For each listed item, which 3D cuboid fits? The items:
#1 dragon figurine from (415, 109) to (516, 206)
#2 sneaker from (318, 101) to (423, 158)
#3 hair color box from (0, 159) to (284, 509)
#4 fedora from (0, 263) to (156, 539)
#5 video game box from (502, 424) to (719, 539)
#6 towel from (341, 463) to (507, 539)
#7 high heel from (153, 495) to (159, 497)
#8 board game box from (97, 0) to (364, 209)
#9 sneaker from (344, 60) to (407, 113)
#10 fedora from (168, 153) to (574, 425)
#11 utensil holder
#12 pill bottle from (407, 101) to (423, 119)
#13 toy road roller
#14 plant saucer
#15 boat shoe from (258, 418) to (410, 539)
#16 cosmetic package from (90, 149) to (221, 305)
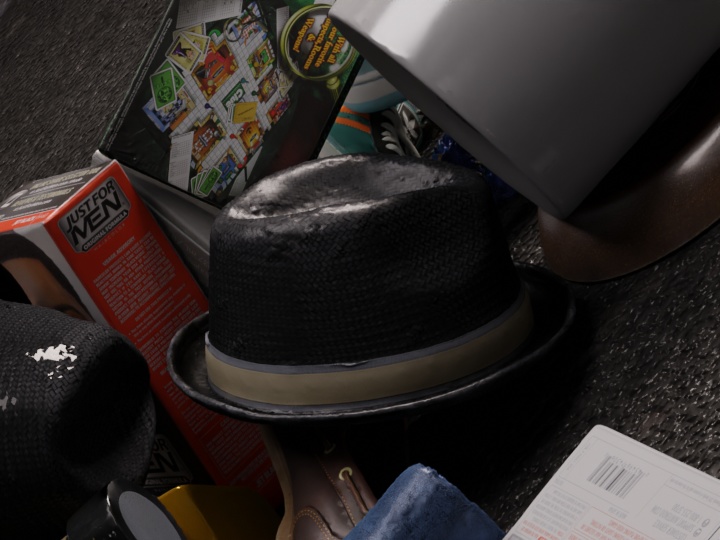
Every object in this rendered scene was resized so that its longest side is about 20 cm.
[{"bbox_3d":[0.094,-0.106,1.480,0.200,0.059,0.099,-50,21,-18],"label":"dragon figurine"},{"bbox_3d":[0.003,-0.069,1.491,0.080,0.072,0.200,-27,25,-8],"label":"sneaker"},{"bbox_3d":[-0.119,0.045,1.404,0.061,0.200,0.101,-42,18,-32],"label":"hair color box"},{"bbox_3d":[-0.155,0.077,1.290,0.091,0.201,0.201,-6,35,17],"label":"fedora"},{"bbox_3d":[0.088,0.159,1.028,0.182,0.047,0.200,-47,20,-7],"label":"video game box"},{"bbox_3d":[-0.017,0.174,1.122,0.048,0.112,0.200,37,82,28],"label":"towel"},{"bbox_3d":[-0.157,0.194,1.408,0.200,0.071,0.143,-32,24,57],"label":"high heel"},{"bbox_3d":[-0.046,-0.128,1.375,0.201,0.104,0.023,-64,-8,-8],"label":"board game box"},{"bbox_3d":[0.050,-0.184,1.434,0.199,0.131,0.080,-31,22,2],"label":"sneaker"},{"bbox_3d":[0.000,0.000,1.281,0.200,0.092,0.201,-9,22,4],"label":"fedora"},{"bbox_3d":[0.107,-0.149,1.307,0.200,0.170,0.170,-50,21,0],"label":"utensil holder"},{"bbox_3d":[0.014,-0.167,1.679,0.109,0.110,0.200,-32,25,34],"label":"pill bottle"},{"bbox_3d":[-0.091,0.191,1.259,0.123,0.146,0.200,-41,-16,15],"label":"toy road roller"},{"bbox_3d":[0.159,-0.080,1.350,0.200,0.032,0.200,-41,21,19],"label":"plant saucer"},{"bbox_3d":[-0.003,0.095,1.291,0.070,0.070,0.200,-46,28,21],"label":"boat shoe"},{"bbox_3d":[-0.099,0.001,1.468,0.090,0.107,0.200,-43,-16,-35],"label":"cosmetic package"}]
